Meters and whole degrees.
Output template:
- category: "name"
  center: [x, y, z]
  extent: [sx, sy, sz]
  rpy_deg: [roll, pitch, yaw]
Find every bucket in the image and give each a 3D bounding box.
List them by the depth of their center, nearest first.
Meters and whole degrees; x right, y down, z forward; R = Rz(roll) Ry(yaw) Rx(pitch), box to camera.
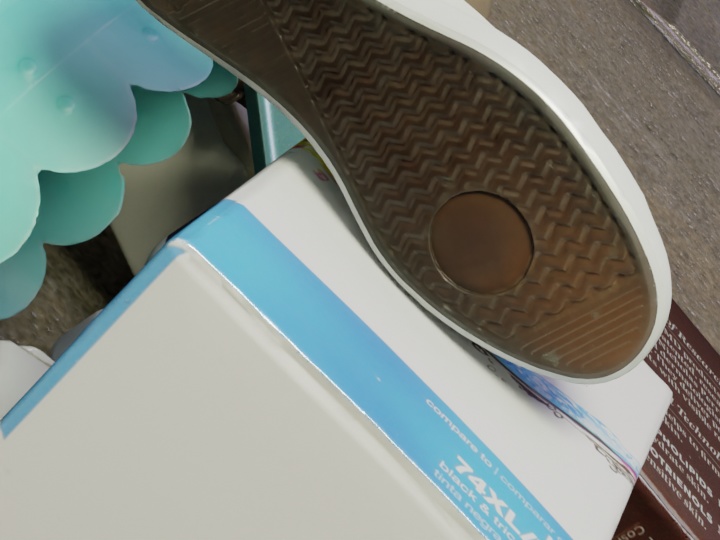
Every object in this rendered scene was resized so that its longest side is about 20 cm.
- category: "bucket"
  center: [-0.149, -0.057, 0.855]
  extent: [0.135, 0.207, 0.207]
  rpy_deg: [45, 22, 0]

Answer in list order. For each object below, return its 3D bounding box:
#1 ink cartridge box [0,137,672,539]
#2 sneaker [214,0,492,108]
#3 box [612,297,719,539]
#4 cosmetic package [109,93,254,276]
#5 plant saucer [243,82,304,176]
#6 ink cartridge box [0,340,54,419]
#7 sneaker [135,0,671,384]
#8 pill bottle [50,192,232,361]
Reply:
- category: "ink cartridge box"
  center: [-0.018, 0.061, 0.732]
  extent: [0.146, 0.147, 0.200]
  rpy_deg: [45, 22, 0]
- category: "sneaker"
  center: [-0.048, -0.093, 0.972]
  extent: [0.199, 0.076, 0.071]
  rpy_deg: [7, 27, -8]
- category: "box"
  center: [0.081, 0.114, 1.007]
  extent: [0.164, 0.166, 0.200]
  rpy_deg: [48, 20, -19]
- category: "cosmetic package"
  center: [-0.084, -0.072, 1.060]
  extent: [0.104, 0.073, 0.201]
  rpy_deg: [-84, 152, -73]
- category: "plant saucer"
  center: [0.000, 0.000, 0.878]
  extent: [0.019, 0.070, 0.201]
  rpy_deg: [66, 16, -74]
- category: "ink cartridge box"
  center: [-0.090, 0.136, 0.782]
  extent: [0.144, 0.084, 0.200]
  rpy_deg: [37, 24, -23]
- category: "sneaker"
  center: [0.021, -0.054, 0.708]
  extent: [0.200, 0.073, 0.085]
  rpy_deg: [46, 24, 8]
- category: "pill bottle"
  center: [-0.014, 0.014, 0.957]
  extent: [0.116, 0.200, 0.116]
  rpy_deg: [56, 8, -12]
